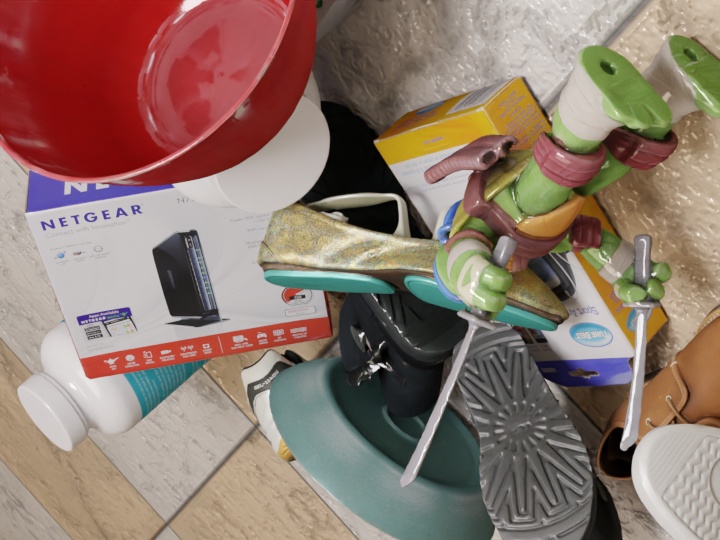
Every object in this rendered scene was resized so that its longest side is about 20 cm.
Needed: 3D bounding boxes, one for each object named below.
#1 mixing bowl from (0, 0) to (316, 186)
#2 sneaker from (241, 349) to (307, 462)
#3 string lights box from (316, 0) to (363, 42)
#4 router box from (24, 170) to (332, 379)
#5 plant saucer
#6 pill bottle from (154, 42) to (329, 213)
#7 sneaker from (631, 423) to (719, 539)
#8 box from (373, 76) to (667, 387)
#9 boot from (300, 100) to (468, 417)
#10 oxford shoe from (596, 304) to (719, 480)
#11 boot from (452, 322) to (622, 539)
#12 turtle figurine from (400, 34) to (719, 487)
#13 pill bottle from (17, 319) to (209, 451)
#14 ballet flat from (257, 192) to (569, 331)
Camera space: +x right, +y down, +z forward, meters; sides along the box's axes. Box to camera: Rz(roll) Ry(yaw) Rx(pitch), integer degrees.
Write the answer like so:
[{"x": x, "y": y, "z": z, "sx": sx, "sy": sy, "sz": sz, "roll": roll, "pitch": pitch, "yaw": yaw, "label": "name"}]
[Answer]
[{"x": -0.099, "y": -0.127, "z": 0.759, "sx": 0.199, "sy": 0.201, "sz": 0.108, "roll": 32, "pitch": 180, "yaw": 28, "label": "mixing bowl"}, {"x": -0.045, "y": 0.104, "z": 1.154, "sx": 0.088, "sy": 0.075, "sz": 0.200, "roll": 55, "pitch": 179, "yaw": 11, "label": "sneaker"}, {"x": -0.068, "y": -0.233, "z": 0.809, "sx": 0.200, "sy": 0.059, "sz": 0.103, "roll": 49, "pitch": 153, "yaw": 0, "label": "string lights box"}, {"x": -0.131, "y": -0.009, "z": 1.052, "sx": 0.180, "sy": 0.198, "sz": 0.049, "roll": 80, "pitch": 180, "yaw": -45, "label": "router box"}, {"x": 0.026, "y": 0.124, "z": 1.037, "sx": 0.200, "sy": 0.200, "sz": 0.036, "roll": 41, "pitch": 112, "yaw": 15, "label": "plant saucer"}, {"x": -0.098, "y": -0.113, "z": 0.897, "sx": 0.200, "sy": 0.112, "sz": 0.113, "roll": 44, "pitch": 158, "yaw": 49, "label": "pill bottle"}, {"x": 0.211, "y": 0.149, "z": 0.813, "sx": 0.199, "sy": 0.074, "sz": 0.118, "roll": 29, "pitch": 162, "yaw": -21, "label": "sneaker"}, {"x": 0.102, "y": -0.016, "z": 0.861, "sx": 0.201, "sy": 0.041, "sz": 0.119, "roll": 55, "pitch": 152, "yaw": -16, "label": "box"}, {"x": 0.000, "y": 0.000, "z": 0.983, "sx": 0.201, "sy": 0.076, "sz": 0.168, "roll": 56, "pitch": 163, "yaw": 12, "label": "boot"}, {"x": 0.197, "y": 0.079, "z": 0.810, "sx": 0.071, "sy": 0.071, "sz": 0.200, "roll": 45, "pitch": 151, "yaw": 9, "label": "oxford shoe"}, {"x": 0.125, "y": 0.149, "z": 0.893, "sx": 0.201, "sy": 0.065, "sz": 0.166, "roll": 62, "pitch": -167, "yaw": -50, "label": "boot"}, {"x": 0.115, "y": -0.008, "z": 0.704, "sx": 0.143, "sy": 0.201, "sz": 0.194, "roll": 16, "pitch": 135, "yaw": -18, "label": "turtle figurine"}, {"x": -0.200, "y": 0.066, "z": 1.224, "sx": 0.110, "sy": 0.200, "sz": 0.111, "roll": 34, "pitch": 149, "yaw": 24, "label": "pill bottle"}, {"x": 0.032, "y": -0.011, "z": 0.847, "sx": 0.198, "sy": 0.071, "sz": 0.071, "roll": 9, "pitch": 137, "yaw": 21, "label": "ballet flat"}]
